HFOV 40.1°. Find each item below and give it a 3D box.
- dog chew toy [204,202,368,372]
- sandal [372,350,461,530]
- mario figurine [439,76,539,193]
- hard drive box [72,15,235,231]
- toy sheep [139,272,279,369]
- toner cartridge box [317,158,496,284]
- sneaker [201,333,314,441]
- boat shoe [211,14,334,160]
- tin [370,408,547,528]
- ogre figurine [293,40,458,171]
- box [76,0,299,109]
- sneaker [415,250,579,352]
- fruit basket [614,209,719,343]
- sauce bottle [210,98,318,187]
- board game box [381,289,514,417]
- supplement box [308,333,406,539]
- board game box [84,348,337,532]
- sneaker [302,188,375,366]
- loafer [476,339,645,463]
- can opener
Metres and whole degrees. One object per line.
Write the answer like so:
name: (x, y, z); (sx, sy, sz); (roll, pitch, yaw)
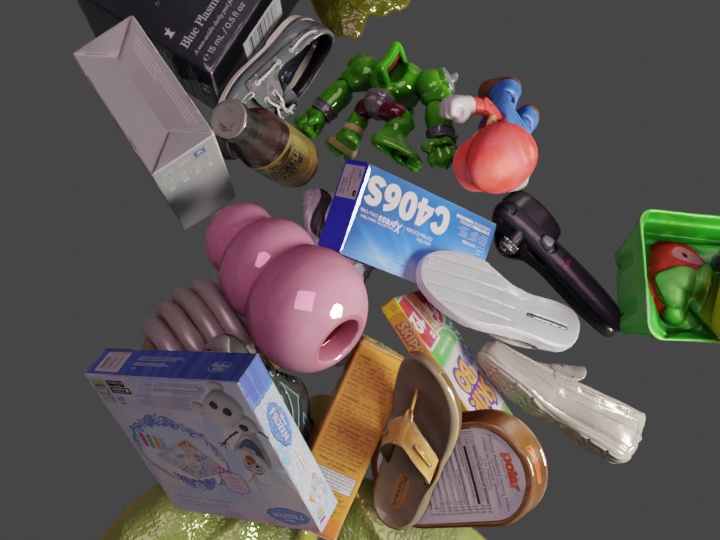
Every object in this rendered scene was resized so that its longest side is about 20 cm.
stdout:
dog chew toy: (-0.083, 0.007, 0.983); (0.124, 0.125, 0.200); (-42, 61, -9)
sandal: (0.046, 0.179, 0.979); (0.079, 0.054, 0.204); (28, 117, 29)
mario figurine: (0.137, -0.140, 1.078); (0.121, 0.201, 0.107); (23, 122, 3)
hard drive box: (-0.215, -0.151, 1.064); (0.076, 0.200, 0.157); (-33, 78, -7)
toy sheep: (-0.157, 0.073, 1.054); (0.198, 0.138, 0.139); (-34, 79, -22)
toner cartridge box: (0.054, -0.039, 1.052); (0.198, 0.043, 0.097); (20, 90, -38)
sneaker: (-0.102, 0.127, 1.002); (0.074, 0.202, 0.080); (16, 52, 34)
boat shoe: (-0.100, -0.209, 1.137); (0.061, 0.073, 0.202); (22, 71, 35)
tin: (0.096, 0.206, 1.007); (0.197, 0.042, 0.114); (-14, 97, 37)
ogre figurine: (0.032, -0.186, 1.123); (0.198, 0.098, 0.122); (8, 67, 46)
box: (-0.193, -0.329, 1.149); (0.198, 0.118, 0.199); (30, 79, 8)
sneaker: (0.138, 0.042, 1.064); (0.197, 0.071, 0.074); (26, 69, -16)
fruit basket: (0.383, 0.016, 1.013); (0.210, 0.216, 0.159); (0, 76, 0)
sauce bottle: (-0.103, -0.136, 1.059); (0.065, 0.200, 0.068); (-2, 84, 18)
board game box: (0.102, 0.112, 1.062); (0.030, 0.095, 0.202); (-35, 79, 26)
supplement box: (-0.014, 0.173, 1.035); (0.068, 0.067, 0.203); (22, 92, -4)
board game box: (-0.144, 0.164, 0.962); (0.197, 0.202, 0.044); (0, 38, 33)
sneaker: (0.000, 0.000, 1.095); (0.112, 0.075, 0.204); (-8, 74, 0)
loafer: (0.218, 0.132, 1.074); (0.198, 0.070, 0.070); (34, 72, 0)
can opener: (0.223, -0.006, 1.104); (0.078, 0.063, 0.200); (-40, 80, -9)
